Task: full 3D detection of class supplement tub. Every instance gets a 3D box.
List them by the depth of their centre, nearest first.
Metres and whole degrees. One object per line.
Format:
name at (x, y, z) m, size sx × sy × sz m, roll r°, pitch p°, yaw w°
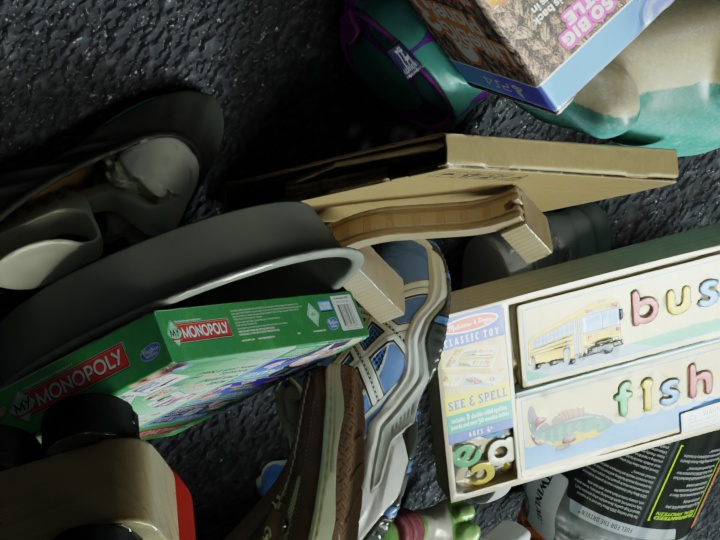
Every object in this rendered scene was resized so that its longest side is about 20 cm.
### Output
supplement tub at (0.180, 0.099, 1.689) m, size 0.122 × 0.122 × 0.201 m, roll -4°, pitch 123°, yaw -46°

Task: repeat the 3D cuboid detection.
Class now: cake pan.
cake pan at (-0.096, 0.017, 1.304) m, size 0.200 × 0.037 × 0.200 m, roll -22°, pitch 171°, yaw -4°

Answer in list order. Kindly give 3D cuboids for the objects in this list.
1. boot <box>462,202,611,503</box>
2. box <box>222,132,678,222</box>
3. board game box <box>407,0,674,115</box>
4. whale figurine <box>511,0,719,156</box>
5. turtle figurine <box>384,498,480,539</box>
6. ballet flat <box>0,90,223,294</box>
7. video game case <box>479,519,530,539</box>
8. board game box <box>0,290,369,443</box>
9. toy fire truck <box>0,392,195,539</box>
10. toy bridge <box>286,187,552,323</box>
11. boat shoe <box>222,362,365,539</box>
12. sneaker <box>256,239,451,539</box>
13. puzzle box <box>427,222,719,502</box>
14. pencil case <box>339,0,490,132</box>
boot at (0.111, 0.052, 1.611) m, size 0.095 × 0.074 × 0.201 m, roll -17°, pitch 132°, yaw -29°
box at (0.050, -0.047, 1.407) m, size 0.200 × 0.163 × 0.021 m, roll 0°, pitch 81°, yaw -48°
board game box at (0.077, -0.207, 1.261) m, size 0.159 × 0.097 × 0.200 m, roll -43°, pitch 117°, yaw -11°
whale figurine at (0.155, -0.104, 1.451) m, size 0.200 × 0.159 × 0.104 m, roll -35°, pitch 137°, yaw -53°
turtle figurine at (0.022, 0.169, 1.558) m, size 0.194 × 0.144 × 0.200 m, roll 12°, pitch 116°, yaw -51°
ballet flat at (-0.133, -0.027, 1.279) m, size 0.200 × 0.068 × 0.068 m, roll -28°, pitch 134°, yaw -30°
video game case at (0.024, 0.256, 1.484) m, size 0.200 × 0.022 × 0.183 m, roll -31°, pitch 141°, yaw -53°
board game box at (-0.098, 0.054, 1.300) m, size 0.134 × 0.029 × 0.200 m, roll -26°, pitch 170°, yaw 25°
toy fire truck at (-0.148, 0.153, 1.255) m, size 0.175 × 0.129 × 0.200 m, roll -18°, pitch 140°, yaw 12°
toy bridge at (0.000, 0.000, 1.397) m, size 0.199 × 0.027 × 0.067 m, roll -22°, pitch 139°, yaw 23°
boat shoe at (-0.042, 0.145, 1.348) m, size 0.075 × 0.075 × 0.203 m, roll 73°, pitch 22°, yaw -73°
sneaker at (-0.001, 0.056, 1.448) m, size 0.076 × 0.077 × 0.201 m, roll 120°, pitch -13°, yaw -55°
puzzle box at (0.137, 0.054, 1.557) m, size 0.199 × 0.025 × 0.133 m, roll -15°, pitch 121°, yaw -13°
pencil case at (0.080, -0.169, 1.375) m, size 0.200 × 0.085 × 0.092 m, roll -45°, pitch 105°, yaw -10°
